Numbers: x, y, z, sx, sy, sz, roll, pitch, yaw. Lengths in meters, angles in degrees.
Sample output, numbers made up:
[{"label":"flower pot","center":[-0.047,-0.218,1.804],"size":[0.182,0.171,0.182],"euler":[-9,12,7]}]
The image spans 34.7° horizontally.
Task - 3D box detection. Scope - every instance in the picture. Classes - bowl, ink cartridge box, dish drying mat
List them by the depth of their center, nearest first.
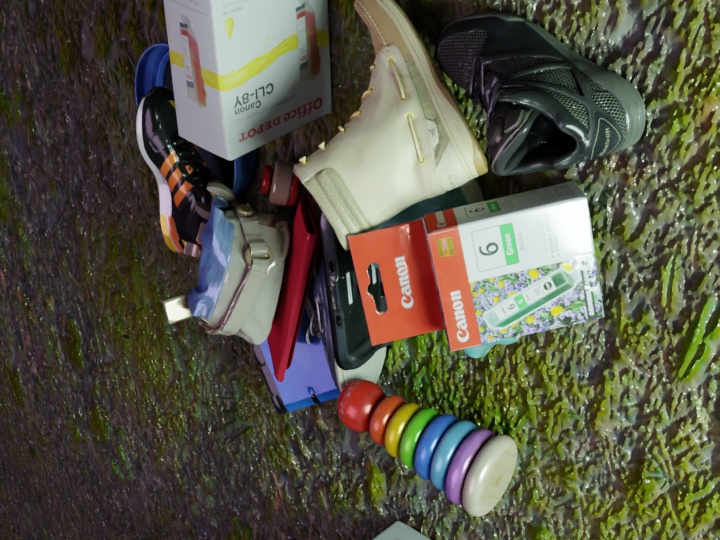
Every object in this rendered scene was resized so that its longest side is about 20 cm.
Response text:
[{"label":"ink cartridge box","center":[0.096,0.004,0.961],"size":[0.050,0.197,0.111],"euler":[-98,-5,-69]},{"label":"ink cartridge box","center":[-0.105,-0.228,1.100],"size":[0.083,0.144,0.202],"euler":[28,134,36]},{"label":"dish drying mat","center":[-0.073,0.021,1.243],"size":[0.077,0.018,0.202],"euler":[-110,27,-49]},{"label":"bowl","center":[-0.192,-0.171,1.346],"size":[0.200,0.039,0.203],"euler":[32,136,37]}]

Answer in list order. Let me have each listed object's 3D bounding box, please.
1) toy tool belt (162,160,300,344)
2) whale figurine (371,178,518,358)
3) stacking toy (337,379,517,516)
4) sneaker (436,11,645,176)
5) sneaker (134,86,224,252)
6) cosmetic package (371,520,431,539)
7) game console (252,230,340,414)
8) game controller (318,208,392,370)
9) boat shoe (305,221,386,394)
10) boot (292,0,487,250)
[{"label":"toy tool belt","center":[-0.139,-0.028,1.235],"size":[0.125,0.121,0.203],"euler":[-109,30,-73]},{"label":"whale figurine","center":[0.067,-0.009,1.058],"size":[0.159,0.103,0.202],"euler":[-30,86,55]},{"label":"stacking toy","center":[0.058,0.170,1.181],"size":[0.198,0.085,0.086],"euler":[25,132,28]},{"label":"sneaker","center":[0.113,-0.140,0.903],"size":[0.199,0.113,0.077],"euler":[39,138,33]},{"label":"sneaker","center":[-0.189,-0.110,1.302],"size":[0.089,0.070,0.203],"euler":[9,121,32]},{"label":"cosmetic package","center":[0.038,0.432,1.313],"size":[0.165,0.199,0.170],"euler":[21,130,43]},{"label":"game console","center":[-0.088,0.055,1.383],"size":[0.169,0.118,0.203],"euler":[-18,100,24]},{"label":"game controller","center":[0.000,0.000,1.153],"size":[0.042,0.104,0.203],"euler":[19,127,39]},{"label":"boat shoe","center":[-0.020,0.044,1.236],"size":[0.061,0.074,0.203],"euler":[18,125,43]},{"label":"boot","center":[0.002,-0.134,1.002],"size":[0.202,0.154,0.073],"euler":[62,-172,15]}]
